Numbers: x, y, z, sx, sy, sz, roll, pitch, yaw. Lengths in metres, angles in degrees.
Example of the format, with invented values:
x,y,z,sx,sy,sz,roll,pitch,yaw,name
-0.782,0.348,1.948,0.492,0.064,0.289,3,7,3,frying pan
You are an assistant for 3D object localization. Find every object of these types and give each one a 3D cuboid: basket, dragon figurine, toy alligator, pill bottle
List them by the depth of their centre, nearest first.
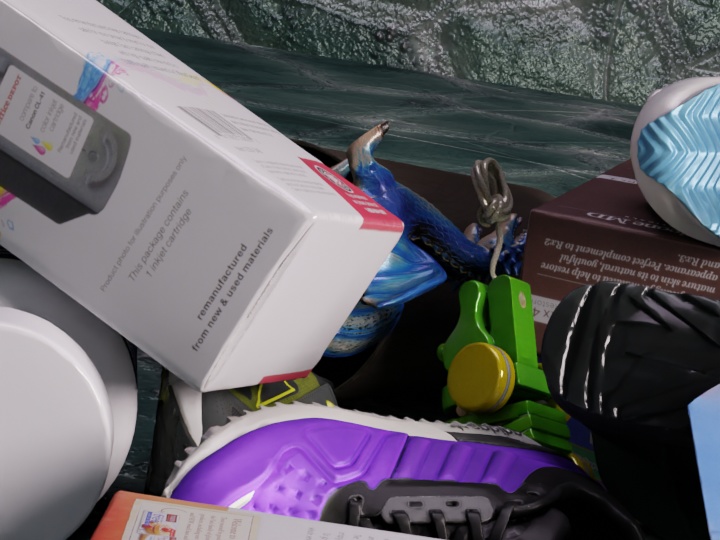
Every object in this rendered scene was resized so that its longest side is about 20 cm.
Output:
x,y,z,sx,sy,sz,roll,pitch,yaw,name
-0.147,0.043,0.880,0.115,0.117,0.200,7,11,-8,pill bottle
0.056,0.049,0.955,0.054,0.202,0.059,-27,-29,32,toy alligator
0.000,0.000,0.986,0.200,0.100,0.059,-33,-4,-43,dragon figurine
0.022,0.004,1.176,0.179,0.137,0.199,5,2,43,basket

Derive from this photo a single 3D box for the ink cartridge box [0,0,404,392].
x,y,z,sx,sy,sz,roll,pitch,yaw,name
-0.096,-0.042,0.868,0.199,0.086,0.147,34,9,13,ink cartridge box

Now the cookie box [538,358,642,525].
x,y,z,sx,sy,sz,roll,pitch,yaw,name
0.194,0.076,1.078,0.199,0.076,0.170,-4,18,-45,cookie box

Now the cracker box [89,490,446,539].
x,y,z,sx,sy,sz,roll,pitch,yaw,name
0.009,0.126,0.649,0.198,0.058,0.134,8,13,3,cracker box

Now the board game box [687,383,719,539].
x,y,z,sx,sy,sz,roll,pitch,yaw,name
0.189,0.100,0.705,0.156,0.039,0.201,1,35,0,board game box

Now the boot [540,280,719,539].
x,y,z,sx,sy,sz,roll,pitch,yaw,name
0.176,0.073,0.863,0.199,0.077,0.168,14,-16,23,boot

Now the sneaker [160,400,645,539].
x,y,z,sx,sy,sz,roll,pitch,yaw,name
0.024,0.095,0.780,0.199,0.070,0.099,0,16,-37,sneaker

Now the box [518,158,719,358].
x,y,z,sx,sy,sz,roll,pitch,yaw,name
0.150,-0.003,1.060,0.099,0.076,0.200,13,16,18,box

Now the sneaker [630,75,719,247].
x,y,z,sx,sy,sz,roll,pitch,yaw,name
0.159,-0.052,0.983,0.080,0.077,0.200,8,6,29,sneaker

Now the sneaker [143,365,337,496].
x,y,z,sx,sy,sz,roll,pitch,yaw,name
-0.047,0.067,0.944,0.084,0.075,0.200,9,11,-3,sneaker
